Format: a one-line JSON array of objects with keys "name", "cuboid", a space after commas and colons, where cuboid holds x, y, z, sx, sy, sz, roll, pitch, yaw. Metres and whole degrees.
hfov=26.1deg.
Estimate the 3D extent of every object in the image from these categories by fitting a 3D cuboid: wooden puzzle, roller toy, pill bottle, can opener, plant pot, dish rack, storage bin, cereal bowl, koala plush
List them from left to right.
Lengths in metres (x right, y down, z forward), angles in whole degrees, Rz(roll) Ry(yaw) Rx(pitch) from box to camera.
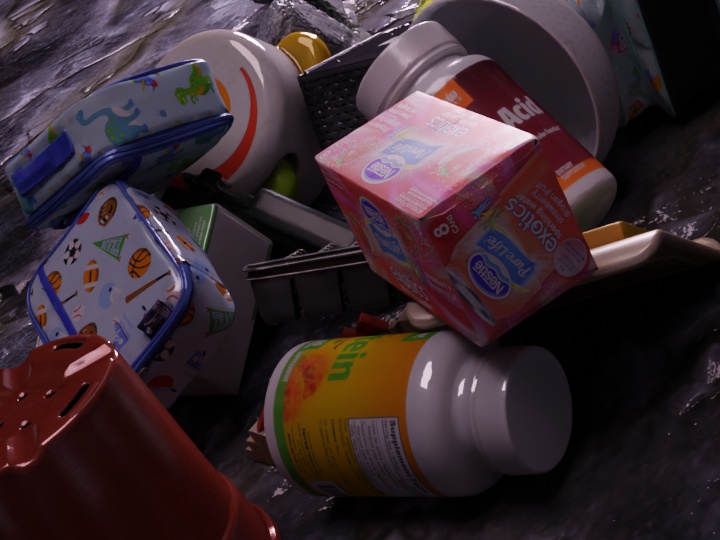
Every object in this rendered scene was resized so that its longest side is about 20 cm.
[{"name": "plant pot", "cuboid": [-0.187, 0.165, 1.086, 0.199, 0.196, 0.201, -24, 27, 13]}, {"name": "roller toy", "cuboid": [-0.119, -0.138, 1.538, 0.181, 0.139, 0.203, 2, 84, 32]}, {"name": "can opener", "cuboid": [-0.085, -0.040, 1.408, 0.198, 0.053, 0.067, 20, 71, 19]}, {"name": "koala plush", "cuboid": [-0.090, -0.211, 1.718, 0.200, 0.183, 0.178, -43, 33, 22]}, {"name": "dish rack", "cuboid": [0.000, 0.000, 1.247, 0.151, 0.055, 0.200, -8, 6, 10]}, {"name": "storage bin", "cuboid": [0.048, -0.181, 1.495, 0.134, 0.095, 0.200, -9, 17, 36]}, {"name": "pill bottle", "cuboid": [0.040, 0.098, 1.061, 0.198, 0.112, 0.111, -7, 35, 39]}, {"name": "pill bottle", "cuboid": [0.096, -0.096, 1.221, 0.114, 0.114, 0.200, -38, 71, -17]}, {"name": "cereal bowl", "cuboid": [0.134, -0.157, 1.301, 0.199, 0.202, 0.083, 0, 32, 46]}, {"name": "wooden puzzle", "cuboid": [0.147, 0.001, 1.098, 0.183, 0.038, 0.199, -17, -7, 25]}]

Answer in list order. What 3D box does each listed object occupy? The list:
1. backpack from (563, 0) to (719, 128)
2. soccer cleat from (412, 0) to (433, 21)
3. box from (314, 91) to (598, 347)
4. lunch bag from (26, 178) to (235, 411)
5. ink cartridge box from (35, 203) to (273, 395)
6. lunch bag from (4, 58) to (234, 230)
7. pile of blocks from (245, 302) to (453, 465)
[{"name": "backpack", "cuboid": [0.223, -0.233, 1.369, 0.152, 0.177, 0.200, -32, 31, -1]}, {"name": "soccer cleat", "cuboid": [0.081, -0.275, 1.695, 0.064, 0.084, 0.200, 6, 45, 50]}, {"name": "box", "cuboid": [0.058, -0.041, 1.031, 0.094, 0.103, 0.200, -32, 24, -10]}, {"name": "lunch bag", "cuboid": [-0.194, 0.033, 1.272, 0.161, 0.075, 0.200, -49, 44, 11]}, {"name": "ink cartridge box", "cuboid": [-0.187, 0.032, 1.381, 0.198, 0.087, 0.147, -6, 64, 39]}, {"name": "lunch bag", "cuboid": [-0.220, -0.108, 1.390, 0.160, 0.083, 0.199, -22, -4, -40]}, {"name": "pile of blocks", "cuboid": [-0.014, 0.073, 1.217, 0.199, 0.063, 0.082, -34, 27, -8]}]
